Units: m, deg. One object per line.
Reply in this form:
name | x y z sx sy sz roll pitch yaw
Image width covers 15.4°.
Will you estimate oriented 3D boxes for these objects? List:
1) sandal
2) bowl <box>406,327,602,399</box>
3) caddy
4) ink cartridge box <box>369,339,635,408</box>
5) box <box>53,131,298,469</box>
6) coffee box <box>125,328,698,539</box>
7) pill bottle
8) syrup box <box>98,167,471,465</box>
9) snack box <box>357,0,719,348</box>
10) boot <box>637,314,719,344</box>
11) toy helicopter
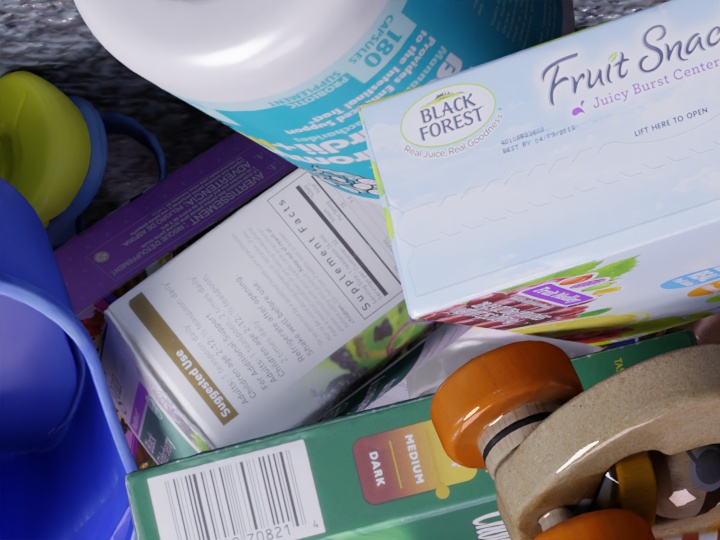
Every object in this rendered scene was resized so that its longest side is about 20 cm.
sandal | -0.149 -0.020 1.103 0.087 0.080 0.199 4 164 -39
bowl | 0.057 0.002 1.166 0.198 0.109 0.200 -4 164 -1
caddy | -0.155 0.059 0.942 0.140 0.105 0.201 -17 135 -3
ink cartridge box | 0.016 0.044 1.425 0.199 0.041 0.199 -14 161 33
box | -0.064 0.048 1.106 0.137 0.039 0.201 -35 140 -25
coffee box | 0.025 0.075 0.928 0.198 0.044 0.123 -15 165 0
pill bottle | -0.001 -0.085 0.836 0.110 0.112 0.200 -11 163 24
syrup box | 0.000 0.000 1.009 0.200 0.082 0.079 -38 170 -19
snack box | 0.113 -0.033 0.774 0.168 0.068 0.200 -18 171 17
boot | 0.171 -0.015 0.951 0.200 0.075 0.074 -52 171 30
toy helicopter | 0.112 0.075 0.848 0.132 0.079 0.200 -27 148 4
